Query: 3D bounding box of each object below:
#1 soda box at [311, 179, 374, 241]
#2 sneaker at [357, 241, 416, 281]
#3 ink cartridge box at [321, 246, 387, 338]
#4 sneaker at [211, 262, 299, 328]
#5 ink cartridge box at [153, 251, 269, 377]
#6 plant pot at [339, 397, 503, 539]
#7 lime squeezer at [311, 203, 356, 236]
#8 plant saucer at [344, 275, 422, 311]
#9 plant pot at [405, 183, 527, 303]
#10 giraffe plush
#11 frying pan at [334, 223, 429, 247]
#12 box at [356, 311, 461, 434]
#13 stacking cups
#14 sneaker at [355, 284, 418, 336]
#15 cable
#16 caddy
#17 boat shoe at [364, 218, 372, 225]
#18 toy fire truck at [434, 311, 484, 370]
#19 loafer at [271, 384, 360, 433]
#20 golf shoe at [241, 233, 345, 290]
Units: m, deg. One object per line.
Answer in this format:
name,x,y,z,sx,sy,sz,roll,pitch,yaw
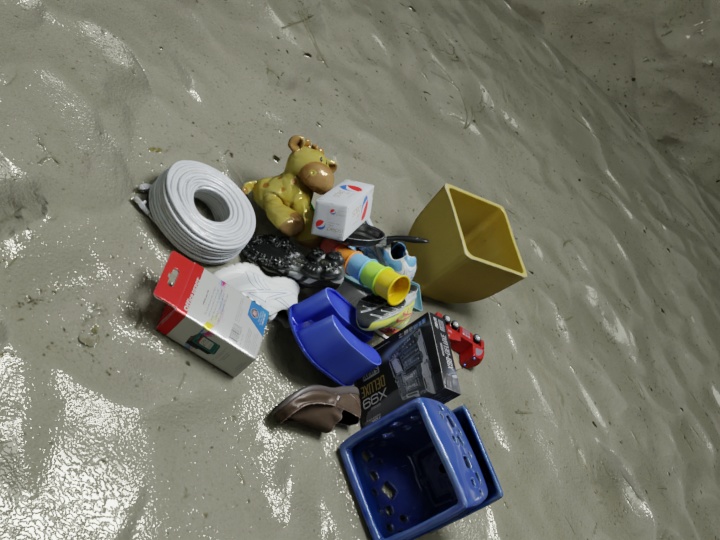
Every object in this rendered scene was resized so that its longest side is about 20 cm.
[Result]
soda box,-0.030,-0.116,1.711,0.063,0.068,0.200,13,19,11
sneaker,0.054,-0.035,1.778,0.072,0.073,0.200,21,14,-34
ink cartridge box,0.026,0.048,1.827,0.200,0.068,0.115,36,38,-19
sneaker,-0.184,0.045,1.602,0.199,0.074,0.087,16,52,-38
ink cartridge box,-0.257,0.071,1.498,0.200,0.067,0.116,36,37,-20
plant pot,0.114,0.344,1.555,0.179,0.200,0.201,9,51,-52
lime squeezer,-0.071,-0.089,1.856,0.038,0.071,0.200,-29,45,-18
plant saucer,0.039,0.025,1.789,0.199,0.019,0.070,25,43,-30
plant pot,0.207,-0.035,1.986,0.194,0.200,0.196,17,48,-38
giraffe plush,-0.114,-0.161,1.745,0.200,0.162,0.173,43,6,14
frying pan,0.025,-0.068,1.736,0.189,0.031,0.115,4,20,-19
box,0.080,0.192,1.643,0.050,0.200,0.158,26,42,-39
stacking cups,0.000,0.000,1.679,0.200,0.061,0.060,28,19,38
sneaker,0.053,0.088,1.694,0.078,0.091,0.200,15,20,26
cable,-0.282,-0.108,1.632,0.200,0.069,0.200,51,35,1
caddy,-0.053,0.126,1.634,0.200,0.105,0.142,43,23,-42
boat shoe,-0.002,-0.054,1.896,0.091,0.071,0.201,-4,54,-47
toy fire truck,0.181,0.166,1.907,0.200,0.049,0.141,33,39,-25
loafer,-0.063,0.240,1.551,0.199,0.073,0.071,1,56,-47
golf shoe,-0.126,-0.004,1.686,0.199,0.095,0.078,16,55,13
